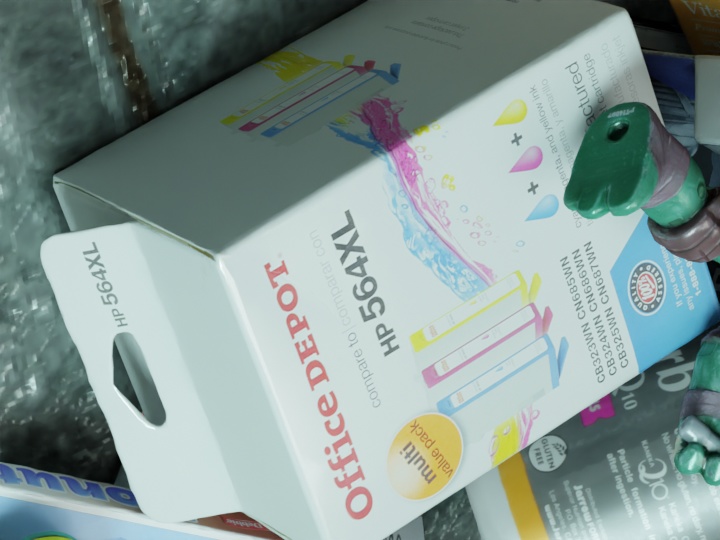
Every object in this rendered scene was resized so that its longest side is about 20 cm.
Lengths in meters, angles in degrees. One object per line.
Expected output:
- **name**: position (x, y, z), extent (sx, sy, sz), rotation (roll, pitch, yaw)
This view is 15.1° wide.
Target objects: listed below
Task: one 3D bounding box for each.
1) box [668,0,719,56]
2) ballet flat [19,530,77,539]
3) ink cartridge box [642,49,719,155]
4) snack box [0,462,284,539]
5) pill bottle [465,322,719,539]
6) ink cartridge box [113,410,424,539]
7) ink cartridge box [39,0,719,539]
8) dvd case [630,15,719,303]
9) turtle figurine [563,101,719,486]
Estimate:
- **box**: position (0.166, -0.163, 0.989), extent (0.098, 0.124, 0.200), rotation (-58, 139, -23)
- **ballet flat**: position (-0.167, 0.159, 0.914), extent (0.199, 0.067, 0.067), rotation (-32, 126, 7)
- **ink cartridge box**: position (0.222, -0.031, 1.039), extent (0.197, 0.199, 0.047), rotation (23, 77, -44)
- **snack box**: position (-0.114, 0.108, 0.961), extent (0.199, 0.024, 0.072), rotation (14, 105, -26)
- **pill bottle**: position (0.146, 0.073, 1.064), extent (0.199, 0.117, 0.117), rotation (-22, 134, 8)
- **ink cartridge box**: position (-0.030, 0.112, 1.060), extent (0.159, 0.047, 0.201), rotation (11, 109, -44)
- **ink cartridge box**: position (0.000, 0.000, 0.944), extent (0.199, 0.125, 0.129), rotation (-32, 117, -22)
- **dvd case**: position (0.128, -0.025, 1.123), extent (0.199, 0.025, 0.151), rotation (6, 107, -42)
- **turtle figurine**: position (0.160, 0.011, 0.923), extent (0.149, 0.101, 0.200), rotation (-35, 127, 11)
